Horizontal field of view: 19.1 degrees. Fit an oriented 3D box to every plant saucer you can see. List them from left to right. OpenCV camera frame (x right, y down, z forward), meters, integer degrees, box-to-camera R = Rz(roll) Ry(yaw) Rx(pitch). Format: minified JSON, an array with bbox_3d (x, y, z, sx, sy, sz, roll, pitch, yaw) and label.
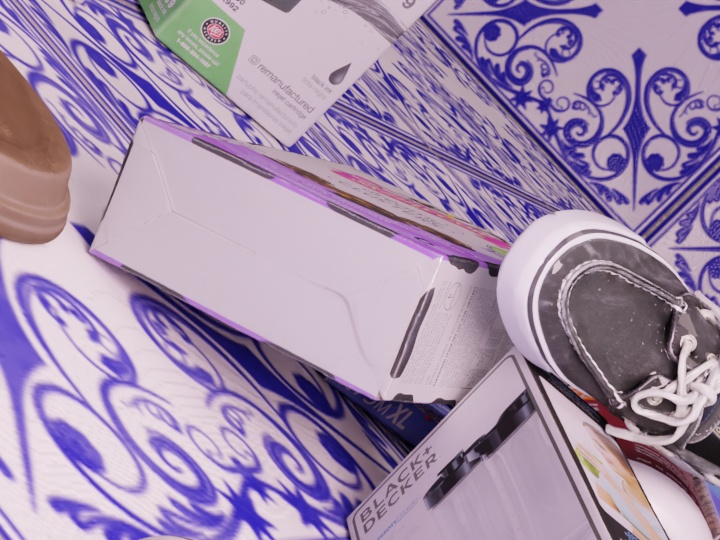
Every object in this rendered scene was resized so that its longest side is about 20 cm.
[{"bbox_3d":[-0.196,-0.091,0.925,0.200,0.029,0.200,43,11,-11],"label":"plant saucer"}]

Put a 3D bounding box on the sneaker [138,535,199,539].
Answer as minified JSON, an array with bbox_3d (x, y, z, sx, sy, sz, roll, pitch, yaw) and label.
[{"bbox_3d":[-0.055,0.123,0.533,0.114,0.073,0.201,34,15,-36],"label":"sneaker"}]

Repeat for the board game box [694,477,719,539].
[{"bbox_3d":[0.224,0.218,1.183,0.200,0.097,0.159,44,10,-7],"label":"board game box"}]

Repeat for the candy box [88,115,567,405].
[{"bbox_3d":[0.000,0.000,1.013,0.167,0.072,0.200,26,8,26],"label":"candy box"}]

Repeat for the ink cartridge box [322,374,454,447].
[{"bbox_3d":[0.008,0.039,1.193,0.119,0.042,0.200,38,10,-36],"label":"ink cartridge box"}]

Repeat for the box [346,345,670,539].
[{"bbox_3d":[0.063,0.125,0.867,0.060,0.117,0.200,39,13,-19],"label":"box"}]

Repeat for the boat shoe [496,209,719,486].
[{"bbox_3d":[0.133,0.046,0.921,0.068,0.074,0.199,33,-11,49],"label":"boat shoe"}]

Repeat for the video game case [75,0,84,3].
[{"bbox_3d":[-0.256,-0.262,1.382,0.200,0.017,0.143,40,11,-28],"label":"video game case"}]

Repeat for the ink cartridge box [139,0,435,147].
[{"bbox_3d":[-0.039,-0.214,1.537,0.146,0.200,0.084,38,13,-32],"label":"ink cartridge box"}]

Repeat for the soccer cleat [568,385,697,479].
[{"bbox_3d":[0.113,0.050,1.185,0.200,0.068,0.073,26,10,-4],"label":"soccer cleat"}]

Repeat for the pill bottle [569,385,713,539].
[{"bbox_3d":[0.112,0.132,1.033,0.113,0.113,0.200,44,10,-6],"label":"pill bottle"}]
